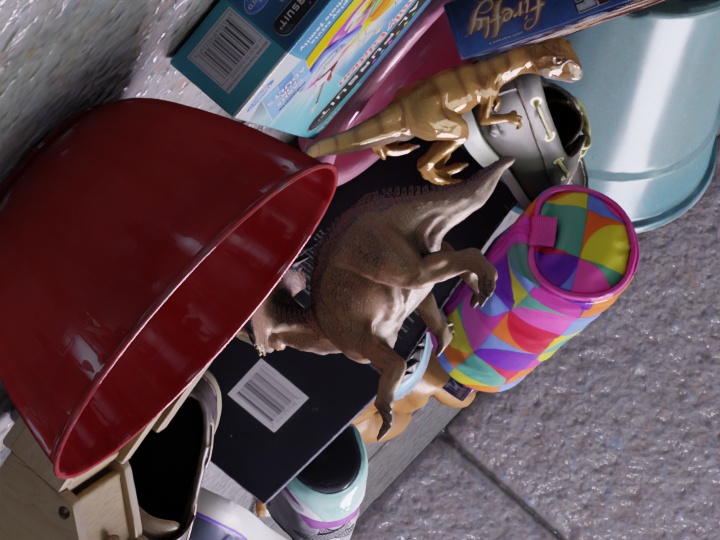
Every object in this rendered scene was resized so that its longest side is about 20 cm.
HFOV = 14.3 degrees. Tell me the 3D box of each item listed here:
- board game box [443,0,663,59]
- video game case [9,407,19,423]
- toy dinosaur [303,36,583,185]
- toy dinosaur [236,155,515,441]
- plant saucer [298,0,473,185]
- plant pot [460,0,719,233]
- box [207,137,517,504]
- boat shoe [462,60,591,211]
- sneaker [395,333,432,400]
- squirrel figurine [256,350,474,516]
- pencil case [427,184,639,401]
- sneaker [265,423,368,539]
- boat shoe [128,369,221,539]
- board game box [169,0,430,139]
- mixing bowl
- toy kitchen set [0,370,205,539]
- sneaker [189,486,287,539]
[{"bbox_3d":[0.140,-0.165,1.679,0.135,0.035,0.200,-18,-178,19],"label":"board game box"},{"bbox_3d":[-0.133,0.036,1.779,0.182,0.022,0.200,-49,172,-3],"label":"video game case"},{"bbox_3d":[0.030,-0.089,1.650,0.200,0.060,0.106,-26,155,-21],"label":"toy dinosaur"},{"bbox_3d":[0.000,0.000,1.654,0.200,0.135,0.086,-53,180,23],"label":"toy dinosaur"},{"bbox_3d":[0.027,-0.140,1.719,0.201,0.051,0.201,-47,171,-10],"label":"plant saucer"},{"bbox_3d":[0.171,-0.160,1.929,0.200,0.200,0.196,-43,162,-35],"label":"plant pot"},{"bbox_3d":[-0.019,0.022,1.856,0.182,0.104,0.200,-53,-176,-39],"label":"box"},{"bbox_3d":[0.112,-0.085,1.807,0.060,0.072,0.202,-21,158,15],"label":"boat shoe"},{"bbox_3d":[0.026,0.001,2.056,0.096,0.079,0.200,76,27,-68],"label":"sneaker"},{"bbox_3d":[-0.047,0.093,2.158,0.187,0.142,0.200,-41,160,21],"label":"squirrel figurine"},{"bbox_3d":[0.106,0.015,1.846,0.088,0.088,0.200,-44,178,-29],"label":"pencil case"},{"bbox_3d":[-0.047,0.117,2.010,0.078,0.200,0.140,-7,141,-8],"label":"sneaker"},{"bbox_3d":[-0.140,0.152,1.787,0.073,0.074,0.200,-123,-132,-82],"label":"boat shoe"},{"bbox_3d":[-0.012,-0.144,1.511,0.151,0.047,0.200,-50,171,7],"label":"board game box"},{"bbox_3d":[-0.116,-0.008,1.381,0.200,0.108,0.200,-48,171,-10],"label":"mixing bowl"},{"bbox_3d":[-0.091,0.117,1.668,0.200,0.180,0.163,-54,170,26],"label":"toy kitchen set"},{"bbox_3d":[-0.105,0.235,1.923,0.147,0.080,0.200,-66,155,-14],"label":"sneaker"}]
